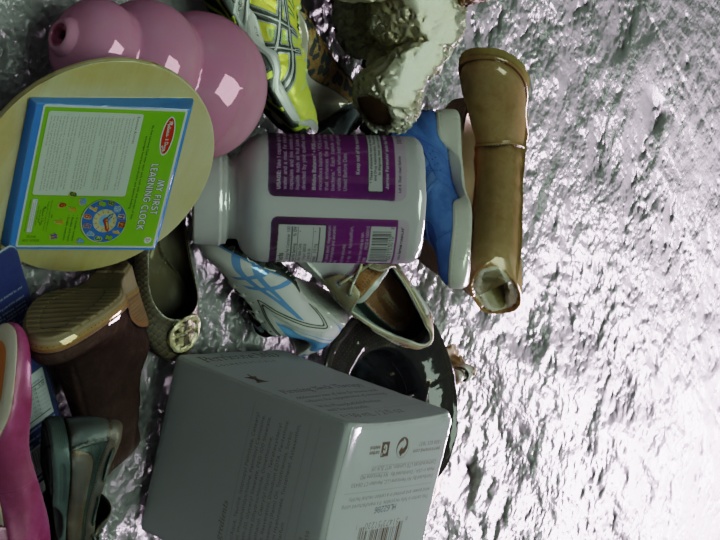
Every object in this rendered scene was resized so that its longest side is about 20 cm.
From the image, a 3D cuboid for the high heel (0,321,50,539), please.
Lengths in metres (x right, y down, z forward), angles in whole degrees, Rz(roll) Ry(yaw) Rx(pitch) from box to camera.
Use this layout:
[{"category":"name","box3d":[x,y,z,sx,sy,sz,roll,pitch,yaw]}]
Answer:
[{"category":"high heel","box3d":[-0.262,0.137,1.458,0.096,0.067,0.202,1,100,-49]}]

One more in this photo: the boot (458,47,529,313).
[{"category":"boot","box3d":[0.129,-0.086,1.801,0.175,0.066,0.201,59,33,-57]}]

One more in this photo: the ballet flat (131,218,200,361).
[{"category":"ballet flat","box3d":[-0.167,-0.013,1.636,0.067,0.046,0.202,-29,120,-47]}]

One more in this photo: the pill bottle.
[{"category":"pill bottle","box3d":[-0.047,-0.063,1.643,0.112,0.198,0.113,-179,-90,-85]}]

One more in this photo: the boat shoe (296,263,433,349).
[{"category":"boat shoe","box3d":[0.000,0.000,1.761,0.200,0.068,0.075,40,91,-28]}]

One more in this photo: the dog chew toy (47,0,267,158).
[{"category":"dog chew toy","box3d":[-0.170,-0.163,1.544,0.199,0.124,0.126,16,84,-47]}]

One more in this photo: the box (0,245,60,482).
[{"category":"box","box3d":[-0.297,0.090,1.488,0.121,0.032,0.201,-37,128,-45]}]

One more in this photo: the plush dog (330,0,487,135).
[{"category":"plush dog","box3d":[0.027,-0.244,1.757,0.160,0.172,0.201,-26,109,-18]}]

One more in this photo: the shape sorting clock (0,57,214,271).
[{"category":"shape sorting clock","box3d":[-0.210,-0.083,1.496,0.198,0.039,0.201,-13,132,-15]}]

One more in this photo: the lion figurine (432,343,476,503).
[{"category":"lion figurine","box3d":[0.064,0.182,1.996,0.122,0.072,0.202,-38,142,-60]}]

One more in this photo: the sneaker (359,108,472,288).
[{"category":"sneaker","box3d":[0.044,-0.065,1.749,0.077,0.110,0.201,90,-3,-56]}]

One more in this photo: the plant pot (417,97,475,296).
[{"category":"plant pot","box3d":[0.087,-0.070,1.917,0.201,0.092,0.203,-6,90,-71]}]

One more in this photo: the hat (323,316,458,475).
[{"category":"hat","box3d":[0.009,0.129,1.876,0.199,0.081,0.202,-5,98,-39]}]

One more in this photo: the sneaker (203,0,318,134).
[{"category":"sneaker","box3d":[-0.076,-0.209,1.647,0.076,0.075,0.201,-30,109,-17]}]

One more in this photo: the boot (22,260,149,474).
[{"category":"boot","box3d":[-0.214,0.094,1.529,0.200,0.072,0.168,-51,141,-71]}]

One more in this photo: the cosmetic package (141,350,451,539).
[{"category":"cosmetic package","box3d":[-0.058,0.179,1.683,0.167,0.199,0.168,0,105,-56]}]

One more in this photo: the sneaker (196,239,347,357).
[{"category":"sneaker","box3d":[-0.088,0.020,1.741,0.073,0.072,0.200,-46,133,6]}]

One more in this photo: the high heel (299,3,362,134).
[{"category":"high heel","box3d":[-0.059,-0.208,1.761,0.201,0.071,0.143,65,16,-16]}]

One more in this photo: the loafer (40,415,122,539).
[{"category":"loafer","box3d":[-0.223,0.191,1.521,0.062,0.072,0.201,-8,138,-17]}]
